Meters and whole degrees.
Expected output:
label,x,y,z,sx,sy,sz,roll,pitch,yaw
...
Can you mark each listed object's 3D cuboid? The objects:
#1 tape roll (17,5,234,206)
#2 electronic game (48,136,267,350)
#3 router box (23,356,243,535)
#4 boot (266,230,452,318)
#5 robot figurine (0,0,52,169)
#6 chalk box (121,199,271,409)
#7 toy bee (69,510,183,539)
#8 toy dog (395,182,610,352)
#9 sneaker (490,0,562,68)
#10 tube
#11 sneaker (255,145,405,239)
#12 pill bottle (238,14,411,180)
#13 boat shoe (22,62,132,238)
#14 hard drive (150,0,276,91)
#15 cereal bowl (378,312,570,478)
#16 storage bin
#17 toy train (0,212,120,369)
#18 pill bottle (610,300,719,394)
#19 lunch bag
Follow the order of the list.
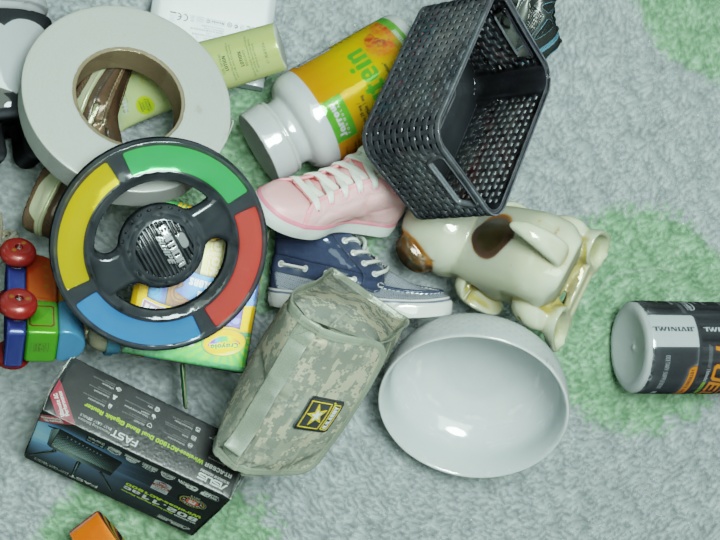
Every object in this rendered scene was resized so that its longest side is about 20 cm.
label,x,y,z,sx,sy,sz,roll,pitch,yaw
tape roll,-0.224,-0.160,0.999,0.202,0.037,0.203,9,66,-21
electronic game,-0.182,-0.023,0.952,0.200,0.042,0.201,-5,105,-20
router box,-0.223,0.179,1.023,0.200,0.150,0.062,28,56,-8
boot,0.000,0.000,1.101,0.199,0.073,0.091,4,93,5
robot figurine,-0.362,-0.202,1.032,0.125,0.150,0.201,-10,89,21
chalk box,-0.173,0.039,1.058,0.124,0.125,0.200,12,83,-11
toy bee,-0.225,0.344,1.054,0.131,0.109,0.200,-17,65,-4
toy dog,0.136,-0.018,1.101,0.200,0.194,0.140,23,91,26
sneaker,0.194,-0.292,1.189,0.082,0.073,0.200,23,88,-26
tube,-0.177,-0.206,1.086,0.200,0.052,0.058,-14,64,5
sneaker,-0.018,-0.091,1.058,0.200,0.105,0.075,-1,42,-47
pill bottle,-0.025,-0.179,1.107,0.200,0.111,0.111,-32,93,-11
boat shoe,-0.266,-0.120,1.052,0.075,0.075,0.203,23,88,-1
hard drive,-0.157,-0.307,1.131,0.132,0.025,0.201,9,85,-11
cereal bowl,0.123,0.123,1.107,0.200,0.083,0.200,6,124,9
storage bin,0.100,-0.163,1.035,0.135,0.094,0.200,48,54,-38
toy train,-0.301,0.008,1.032,0.115,0.085,0.200,4,42,-21
pill bottle,0.397,0.088,1.182,0.199,0.106,0.107,1,87,-11
lunch bag,-0.051,0.101,0.990,0.117,0.200,0.164,34,105,7
